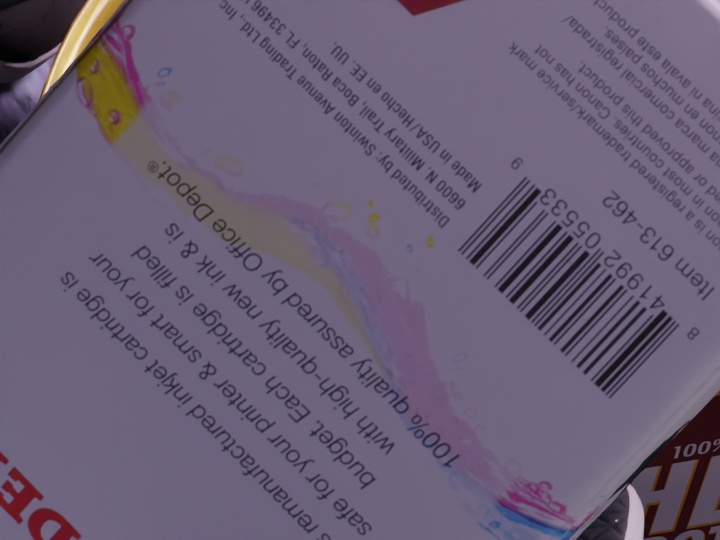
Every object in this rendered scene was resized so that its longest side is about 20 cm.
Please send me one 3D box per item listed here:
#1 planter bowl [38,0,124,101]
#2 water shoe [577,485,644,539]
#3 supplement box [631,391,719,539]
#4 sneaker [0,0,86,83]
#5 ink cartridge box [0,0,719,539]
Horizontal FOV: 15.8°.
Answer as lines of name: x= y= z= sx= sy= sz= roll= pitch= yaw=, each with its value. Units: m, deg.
planter bowl: x=0.000 y=0.000 z=0.720 sx=0.200 sy=0.083 sz=0.202 roll=2 pitch=88 yaw=-57
water shoe: x=0.050 y=0.152 z=0.840 sx=0.200 sy=0.071 sz=0.079 roll=-65 pitch=145 yaw=-45
supplement box: x=0.098 y=0.014 z=0.995 sx=0.198 sy=0.132 sz=0.201 roll=83 pitch=-4 yaw=-52
sneaker: x=-0.084 y=-0.104 z=0.706 sx=0.071 sy=0.099 sz=0.200 roll=66 pitch=13 yaw=4
ink cartridge box: x=-0.001 y=0.004 z=0.568 sx=0.146 sy=0.200 sz=0.083 roll=45 pitch=10 yaw=9
